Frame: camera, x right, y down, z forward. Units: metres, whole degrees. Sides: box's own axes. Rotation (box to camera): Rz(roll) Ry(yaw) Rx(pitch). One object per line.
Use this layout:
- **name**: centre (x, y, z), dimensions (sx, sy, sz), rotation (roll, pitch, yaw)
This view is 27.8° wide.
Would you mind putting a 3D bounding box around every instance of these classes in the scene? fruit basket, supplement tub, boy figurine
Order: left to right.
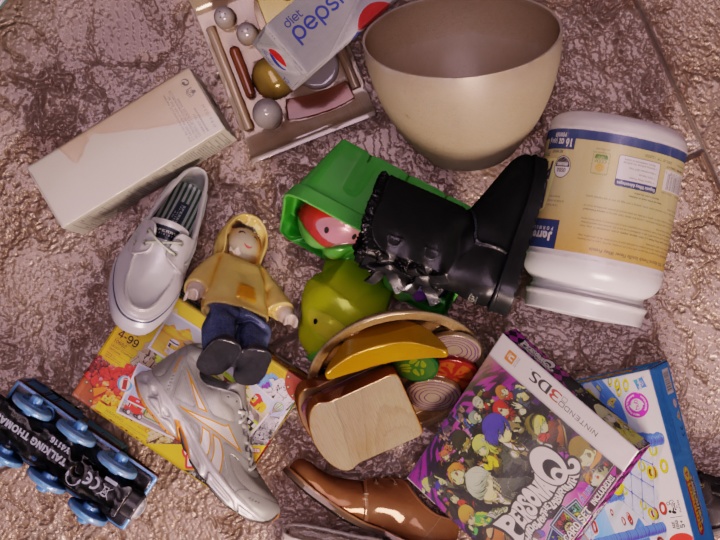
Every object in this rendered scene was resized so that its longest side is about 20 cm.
- **boy figurine**: centre (-0.120, 0.025, 1.488), dimensions (0.124, 0.201, 0.065), rotation (20, 132, -17)
- **fruit basket**: centre (0.000, 0.000, 1.497), dimensions (0.215, 0.156, 0.217), rotation (2, 73, -5)
- **supplement tub**: centre (0.245, -0.050, 1.477), dimensions (0.144, 0.144, 0.201), rotation (12, 89, 3)

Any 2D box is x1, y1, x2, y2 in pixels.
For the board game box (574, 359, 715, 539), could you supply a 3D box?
- **board game box**: centre (0.237, 0.209, 1.472), dimensions (0.195, 0.056, 0.201), rotation (-16, 87, 32)

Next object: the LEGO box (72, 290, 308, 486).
- **LEGO box**: centre (-0.174, 0.122, 1.526), dimensions (0.200, 0.077, 0.149), rotation (33, 91, 3)

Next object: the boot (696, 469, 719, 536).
- **boot**: centre (0.317, 0.193, 1.500), dimensions (0.199, 0.069, 0.175), rotation (-24, 87, 11)

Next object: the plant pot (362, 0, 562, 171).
- **plant pot**: centre (0.108, -0.181, 1.481), dimensions (0.199, 0.201, 0.135), rotation (-6, 123, 3)

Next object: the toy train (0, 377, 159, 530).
- **toy train**: centre (-0.302, 0.190, 1.513), dimensions (0.200, 0.114, 0.087), rotation (33, 94, 4)

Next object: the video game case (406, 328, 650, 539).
- **video game case**: centre (0.164, 0.192, 1.461), dimensions (0.181, 0.036, 0.200), rotation (42, 115, 22)

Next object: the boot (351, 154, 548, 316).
- **boot**: centre (0.088, -0.055, 1.419), dimensions (0.162, 0.073, 0.199), rotation (19, 59, 0)

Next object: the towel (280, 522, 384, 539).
- **towel**: centre (0.009, 0.336, 1.506), dimensions (0.199, 0.035, 0.133), rotation (11, 120, 4)

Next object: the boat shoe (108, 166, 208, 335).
- **boat shoe**: centre (-0.205, -0.029, 1.482), dimensions (0.073, 0.067, 0.201), rotation (19, 49, -9)

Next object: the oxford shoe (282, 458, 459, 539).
- **oxford shoe**: centre (0.013, 0.240, 1.523), dimensions (0.199, 0.071, 0.071), rotation (28, 85, -8)

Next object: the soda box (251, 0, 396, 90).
- **soda box**: centre (-0.015, -0.277, 1.500), dimensions (0.200, 0.063, 0.068), rotation (-43, 95, -20)

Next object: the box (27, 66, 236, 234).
- **box**: centre (-0.238, -0.123, 1.528), dimensions (0.200, 0.095, 0.078), rotation (-31, 86, 0)

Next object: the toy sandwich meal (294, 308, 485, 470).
- **toy sandwich meal**: centre (0.032, 0.122, 1.473), dimensions (0.204, 0.206, 0.070), rotation (-14, 44, 2)

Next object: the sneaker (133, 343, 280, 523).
- **sneaker**: centre (-0.135, 0.160, 1.450), dimensions (0.092, 0.076, 0.200), rotation (-39, 89, -3)

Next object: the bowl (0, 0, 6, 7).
- **bowl**: centre (-0.439, -0.335, 1.536), dimensions (0.200, 0.105, 0.202), rotation (0, 89, 3)

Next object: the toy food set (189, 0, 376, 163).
- **toy food set**: centre (-0.085, -0.230, 1.539), dimensions (0.143, 0.060, 0.201), rotation (-21, 88, 2)
